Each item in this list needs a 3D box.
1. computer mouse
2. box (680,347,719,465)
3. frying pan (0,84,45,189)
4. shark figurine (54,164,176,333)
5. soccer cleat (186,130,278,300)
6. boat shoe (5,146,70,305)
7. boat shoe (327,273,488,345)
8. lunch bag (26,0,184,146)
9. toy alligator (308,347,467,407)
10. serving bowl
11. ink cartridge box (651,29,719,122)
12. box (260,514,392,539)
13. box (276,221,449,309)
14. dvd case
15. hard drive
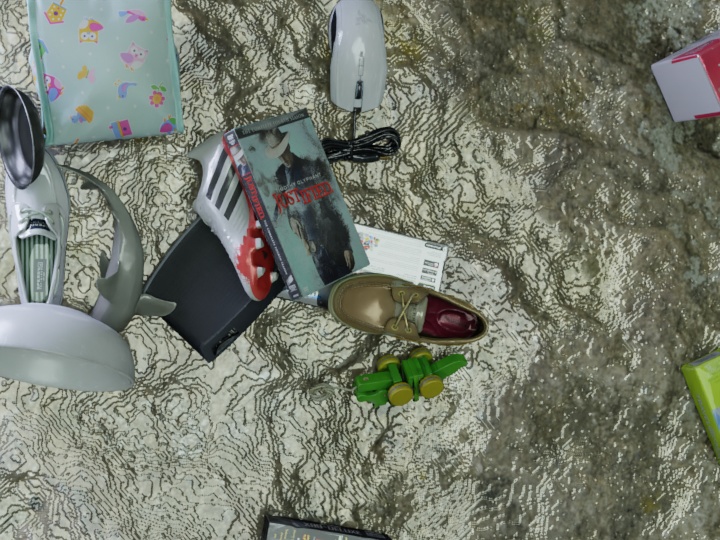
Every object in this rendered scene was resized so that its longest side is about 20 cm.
[{"bbox_3d":[-0.005,-0.230,1.664,0.108,0.044,0.203,-1,92,-10],"label":"computer mouse"},{"bbox_3d":[0.502,0.191,1.769,0.121,0.048,0.202,-24,95,-9],"label":"box"},{"bbox_3d":[-0.398,-0.166,1.565,0.031,0.190,0.116,-11,125,-31],"label":"frying pan"},{"bbox_3d":[-0.285,-0.013,1.573,0.126,0.089,0.218,1,98,23],"label":"shark figurine"},{"bbox_3d":[-0.147,-0.059,1.578,0.084,0.068,0.203,-16,79,19],"label":"soccer cleat"},{"bbox_3d":[-0.365,-0.047,1.588,0.072,0.067,0.203,-8,93,-11],"label":"boat shoe"},{"bbox_3d":[0.061,0.046,1.628,0.197,0.066,0.075,8,90,-22],"label":"boat shoe"},{"bbox_3d":[-0.291,-0.249,1.572,0.168,0.122,0.203,-7,98,-10],"label":"lunch bag"},{"bbox_3d":[0.034,0.142,1.678,0.197,0.060,0.055,-13,134,-10],"label":"toy alligator"},{"bbox_3d":[-0.344,0.079,1.537,0.197,0.200,0.067,10,73,-11],"label":"serving bowl"},{"bbox_3d":[0.481,-0.265,1.704,0.198,0.145,0.085,-28,98,-9],"label":"ink cartridge box"},{"bbox_3d":[-0.055,0.408,1.666,0.155,0.050,0.203,10,89,-10],"label":"box"},{"bbox_3d":[0.000,0.000,1.675,0.197,0.035,0.112,14,89,-11],"label":"box"},{"bbox_3d":[-0.070,-0.078,1.587,0.145,0.022,0.202,-24,91,-54],"label":"dvd case"},{"bbox_3d":[-0.156,-0.008,1.621,0.135,0.042,0.200,41,86,13],"label":"hard drive"}]
